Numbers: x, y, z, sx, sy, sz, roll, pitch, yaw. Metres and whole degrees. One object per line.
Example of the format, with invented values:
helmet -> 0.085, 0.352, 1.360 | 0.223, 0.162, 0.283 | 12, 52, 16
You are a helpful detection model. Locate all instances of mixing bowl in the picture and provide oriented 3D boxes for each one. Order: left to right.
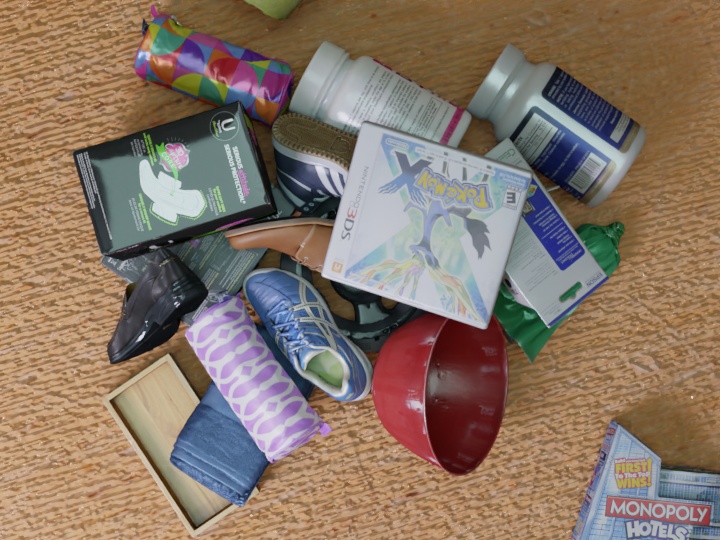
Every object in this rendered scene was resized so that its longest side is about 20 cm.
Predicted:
mixing bowl -> 0.083, 0.134, 1.708 | 0.108, 0.199, 0.202 | 5, 90, 34

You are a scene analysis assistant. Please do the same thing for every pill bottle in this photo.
pill bottle -> 0.022, -0.184, 1.728 | 0.199, 0.113, 0.114 | 29, 89, -1
pill bottle -> 0.231, -0.175, 1.730 | 0.199, 0.116, 0.116 | 35, 89, -1

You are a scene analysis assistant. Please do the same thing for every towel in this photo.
towel -> -0.136, 0.169, 1.734 | 0.111, 0.049, 0.201 | 31, 73, 1

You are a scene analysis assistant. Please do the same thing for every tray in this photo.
tray -> -0.217, 0.211, 1.763 | 0.098, 0.037, 0.201 | -34, 91, -1

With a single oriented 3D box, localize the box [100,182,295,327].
box -> -0.194, -0.045, 1.760 | 0.160, 0.044, 0.201 | 34, 89, -1

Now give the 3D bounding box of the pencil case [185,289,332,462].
pencil case -> -0.123, 0.124, 1.685 | 0.085, 0.084, 0.201 | -25, 79, -43

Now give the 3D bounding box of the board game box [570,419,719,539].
board game box -> 0.349, 0.288, 1.757 | 0.198, 0.062, 0.202 | 5, 90, -1

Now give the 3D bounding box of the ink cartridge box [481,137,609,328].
ink cartridge box -> 0.184, -0.041, 1.641 | 0.099, 0.039, 0.201 | -36, 91, -15

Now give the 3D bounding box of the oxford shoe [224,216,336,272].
oxford shoe -> -0.061, -0.030, 1.699 | 0.198, 0.071, 0.072 | -1, 94, -8

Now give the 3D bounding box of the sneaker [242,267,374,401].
sneaker -> -0.062, 0.073, 1.695 | 0.200, 0.077, 0.076 | 44, 104, 7

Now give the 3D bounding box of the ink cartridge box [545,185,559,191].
ink cartridge box -> 0.145, -0.030, 1.713 | 0.199, 0.116, 0.068 | -26, 96, -14

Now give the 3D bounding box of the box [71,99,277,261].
box -> -0.207, -0.099, 1.664 | 0.198, 0.149, 0.126 | -16, 88, 0

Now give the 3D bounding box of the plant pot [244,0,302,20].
plant pot -> -0.092, -0.404, 1.704 | 0.200, 0.200, 0.185 | 36, 101, 0

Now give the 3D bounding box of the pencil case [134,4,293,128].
pencil case -> -0.176, -0.243, 1.743 | 0.198, 0.088, 0.089 | 23, 90, -2

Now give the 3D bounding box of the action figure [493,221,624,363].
action figure -> 0.245, 0.006, 1.760 | 0.199, 0.055, 0.119 | -37, 89, -8

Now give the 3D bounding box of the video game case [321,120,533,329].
video game case -> 0.072, -0.051, 1.611 | 0.198, 0.022, 0.184 | 17, 103, 7

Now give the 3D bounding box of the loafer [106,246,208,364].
loafer -> -0.250, 0.045, 1.709 | 0.200, 0.073, 0.073 | -42, 76, 41

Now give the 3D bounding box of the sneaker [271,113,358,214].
sneaker -> -0.015, -0.102, 1.698 | 0.199, 0.109, 0.070 | 27, 55, 13

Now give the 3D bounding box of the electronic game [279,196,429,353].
electronic game -> 0.000, 0.000, 1.762 | 0.198, 0.042, 0.202 | 0, 90, -9
